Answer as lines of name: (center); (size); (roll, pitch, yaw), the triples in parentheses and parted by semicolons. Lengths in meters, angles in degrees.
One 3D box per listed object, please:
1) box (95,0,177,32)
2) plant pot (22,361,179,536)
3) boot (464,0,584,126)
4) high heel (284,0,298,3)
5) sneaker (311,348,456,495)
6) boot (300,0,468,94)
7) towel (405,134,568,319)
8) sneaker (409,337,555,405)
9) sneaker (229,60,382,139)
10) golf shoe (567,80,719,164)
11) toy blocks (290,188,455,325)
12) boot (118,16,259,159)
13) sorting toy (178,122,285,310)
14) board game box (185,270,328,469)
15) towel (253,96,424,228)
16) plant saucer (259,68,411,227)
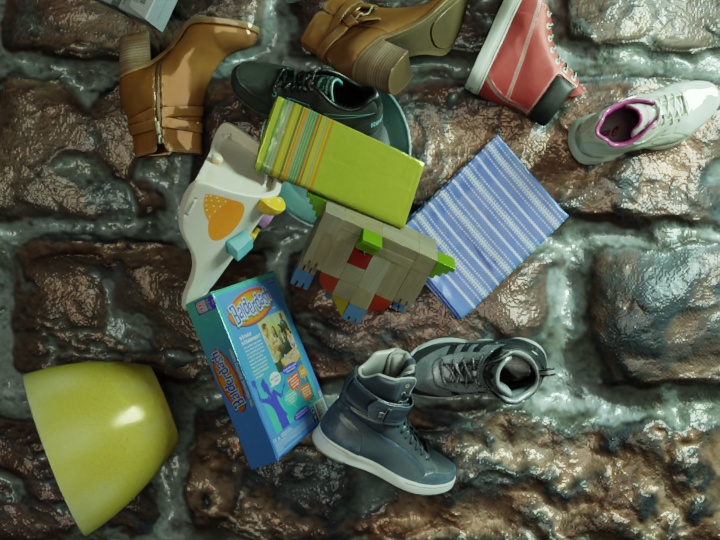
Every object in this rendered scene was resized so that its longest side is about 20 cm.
box: (-0.296, -0.409, 0.896); (0.197, 0.041, 0.159); (27, 92, 19)
plant pot: (-0.305, 0.194, 0.877); (0.139, 0.199, 0.205); (-22, 90, -22)
boot: (0.234, -0.294, 0.896); (0.141, 0.072, 0.204); (24, 100, 1)
high heel: (-0.031, -0.427, 0.913); (0.195, 0.072, 0.145); (-18, 69, -11)
sneaker: (0.059, 0.184, 0.874); (0.199, 0.077, 0.148); (24, 106, -19)
boot: (0.033, -0.311, 0.906); (0.154, 0.077, 0.201); (31, 71, 27)
towel: (0.151, -0.055, 0.924); (0.200, 0.024, 0.145); (-43, 90, 2)
sneaker: (0.141, 0.123, 0.881); (0.194, 0.114, 0.078); (-6, 90, 2)
sneaker: (-0.062, -0.218, 0.860); (0.195, 0.080, 0.077); (16, 69, 0)
golf shoe: (0.359, -0.185, 0.882); (0.195, 0.092, 0.077); (-21, 89, 1)
toy blocks: (0.000, 0.000, 0.888); (0.196, 0.101, 0.139); (22, 120, -11)
boot: (-0.212, -0.229, 0.912); (0.194, 0.074, 0.159); (-7, 89, 14)
sorting toy: (-0.168, -0.050, 0.861); (0.105, 0.201, 0.182); (24, 116, -13)
board game box: (-0.119, 0.113, 0.871); (0.044, 0.152, 0.205); (-21, 90, 23)
towel: (-0.023, -0.125, 0.845); (0.196, 0.018, 0.088); (21, 88, -16)
plant saucer: (-0.032, -0.153, 0.923); (0.194, 0.036, 0.206); (0, 91, 1)
